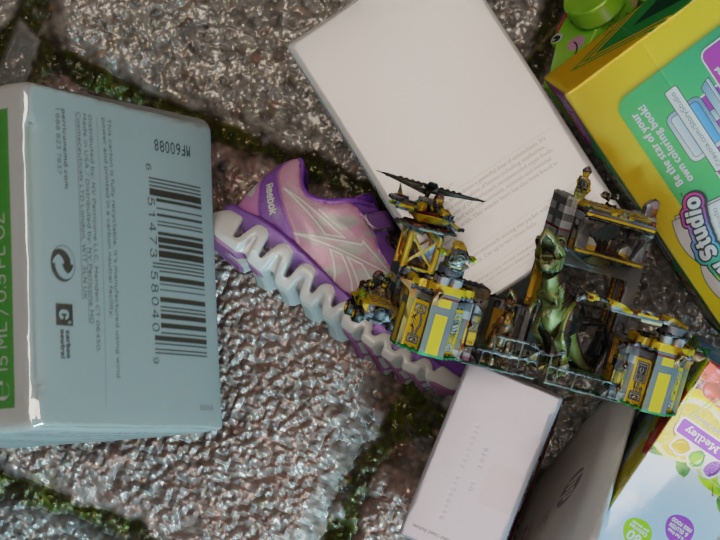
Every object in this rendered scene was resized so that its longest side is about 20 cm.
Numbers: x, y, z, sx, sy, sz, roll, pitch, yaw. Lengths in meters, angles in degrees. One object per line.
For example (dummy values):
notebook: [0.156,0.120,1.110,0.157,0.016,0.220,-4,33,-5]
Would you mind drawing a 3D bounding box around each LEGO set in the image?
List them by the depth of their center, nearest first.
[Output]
LEGO set: [0.101,-0.004,1.232,0.198,0.154,0.117,15,96,-5]

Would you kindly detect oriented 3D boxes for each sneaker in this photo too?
sneaker: [0.000,0.000,1.397,0.200,0.081,0.089,36,80,8]

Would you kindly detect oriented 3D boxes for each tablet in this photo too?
tablet: [0.117,0.144,1.293,0.014,0.200,0.130,33,122,-3]

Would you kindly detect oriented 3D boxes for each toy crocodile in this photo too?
toy crocodile: [0.163,-0.179,1.380,0.061,0.067,0.201,2,58,45]

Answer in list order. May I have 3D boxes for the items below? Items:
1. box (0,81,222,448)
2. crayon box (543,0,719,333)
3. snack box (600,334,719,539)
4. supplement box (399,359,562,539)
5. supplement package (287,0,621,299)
box: [-0.206,0.004,1.329,0.170,0.200,0.201,-6,83,29]
crayon box: [0.236,-0.084,1.325,0.172,0.058,0.201,-36,109,3]
snack box: [0.171,0.143,1.304,0.067,0.169,0.201,35,97,3]
supplement box: [0.074,0.120,1.312,0.060,0.200,0.110,22,86,6]
supplement package: [0.061,-0.081,1.376,0.121,0.120,0.201,-32,83,2]
